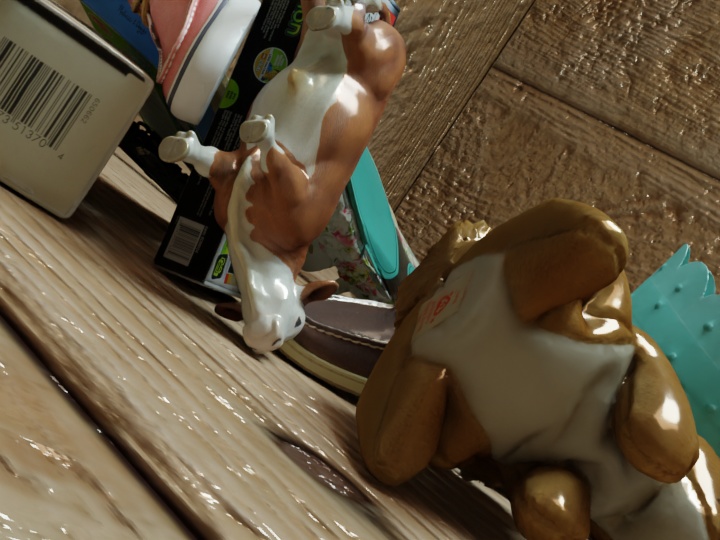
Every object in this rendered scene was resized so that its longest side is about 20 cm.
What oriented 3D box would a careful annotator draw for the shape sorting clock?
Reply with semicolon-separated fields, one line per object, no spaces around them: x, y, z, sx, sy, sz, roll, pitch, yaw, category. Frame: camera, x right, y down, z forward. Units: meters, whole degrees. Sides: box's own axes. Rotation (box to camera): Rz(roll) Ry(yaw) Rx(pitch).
-0.118;-0.119;0.904;0.200;0.039;0.200;50;-13;16;shape sorting clock

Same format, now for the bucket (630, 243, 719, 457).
0.235;0.100;0.943;0.207;0.135;0.207;48;12;-14;bucket

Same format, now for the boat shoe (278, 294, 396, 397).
0.049;0.034;0.759;0.200;0.072;0.072;15;24;-16;boat shoe

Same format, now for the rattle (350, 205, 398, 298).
-0.013;0.014;1.357;0.200;0.143;0.130;57;15;-56;rattle

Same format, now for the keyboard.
-0.124;-0.060;0.939;0.200;0.021;0.127;45;-6;-28;keyboard

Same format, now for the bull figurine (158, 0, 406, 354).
-0.035;-0.061;0.687;0.065;0.200;0.121;13;-22;23;bull figurine

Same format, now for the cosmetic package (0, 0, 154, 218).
-0.181;-0.104;0.762;0.103;0.087;0.200;33;2;-18;cosmetic package

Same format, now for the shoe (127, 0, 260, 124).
-0.106;-0.151;0.750;0.091;0.072;0.200;26;29;-13;shoe

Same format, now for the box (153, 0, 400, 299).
-0.044;-0.082;0.786;0.035;0.200;0.110;22;-2;20;box

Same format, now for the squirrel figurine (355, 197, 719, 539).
0.102;0.068;0.641;0.187;0.142;0.200;40;3;-16;squirrel figurine

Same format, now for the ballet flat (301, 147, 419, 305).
0.000;0.000;0.811;0.076;0.064;0.200;-80;149;-52;ballet flat

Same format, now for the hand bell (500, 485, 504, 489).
0.147;0.133;0.778;0.200;0.104;0.104;20;3;-3;hand bell
